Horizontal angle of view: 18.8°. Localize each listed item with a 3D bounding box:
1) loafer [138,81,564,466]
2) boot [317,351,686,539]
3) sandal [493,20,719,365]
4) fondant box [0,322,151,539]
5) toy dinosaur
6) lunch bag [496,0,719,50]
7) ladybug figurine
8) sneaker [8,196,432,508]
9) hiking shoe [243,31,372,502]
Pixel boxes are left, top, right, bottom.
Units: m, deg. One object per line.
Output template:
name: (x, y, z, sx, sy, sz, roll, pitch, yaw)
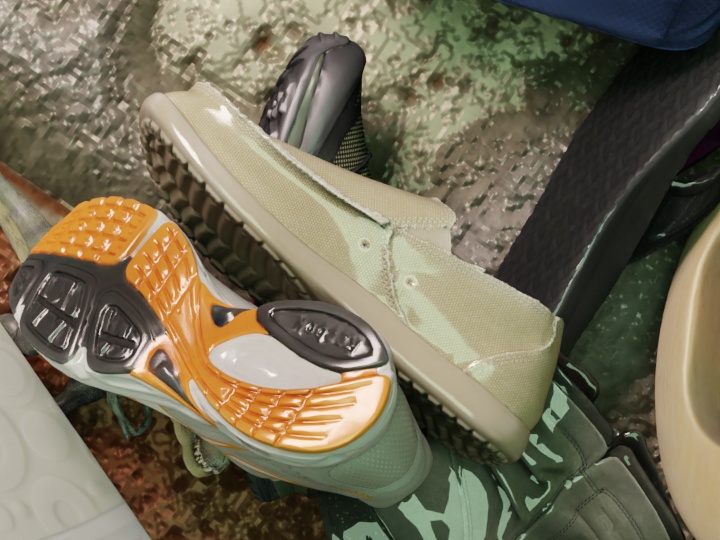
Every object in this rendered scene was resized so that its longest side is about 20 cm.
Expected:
loafer: (-0.002, -0.008, 0.854, 0.200, 0.076, 0.068, 42, 71, -4)
boot: (0.081, 0.138, 0.902, 0.130, 0.068, 0.200, -29, 104, 5)
sandal: (0.117, -0.032, 0.931, 0.048, 0.075, 0.201, 30, 99, -29)
fondant box: (-0.189, 0.066, 0.857, 0.058, 0.144, 0.200, -41, 82, 29)
toy dinosaur: (-0.128, 0.030, 0.933, 0.200, 0.047, 0.088, 45, 108, 18)
lunch bag: (0.095, -0.189, 0.870, 0.199, 0.132, 0.136, 14, 58, -1)
ladybug figurine: (0.190, 0.037, 0.900, 0.072, 0.135, 0.201, 26, 68, -40)
sneaker: (-0.056, 0.041, 0.855, 0.200, 0.092, 0.076, 28, 72, 37)
hiking shoe: (0.000, 0.000, 0.929, 0.100, 0.076, 0.201, 4, 99, -8)
